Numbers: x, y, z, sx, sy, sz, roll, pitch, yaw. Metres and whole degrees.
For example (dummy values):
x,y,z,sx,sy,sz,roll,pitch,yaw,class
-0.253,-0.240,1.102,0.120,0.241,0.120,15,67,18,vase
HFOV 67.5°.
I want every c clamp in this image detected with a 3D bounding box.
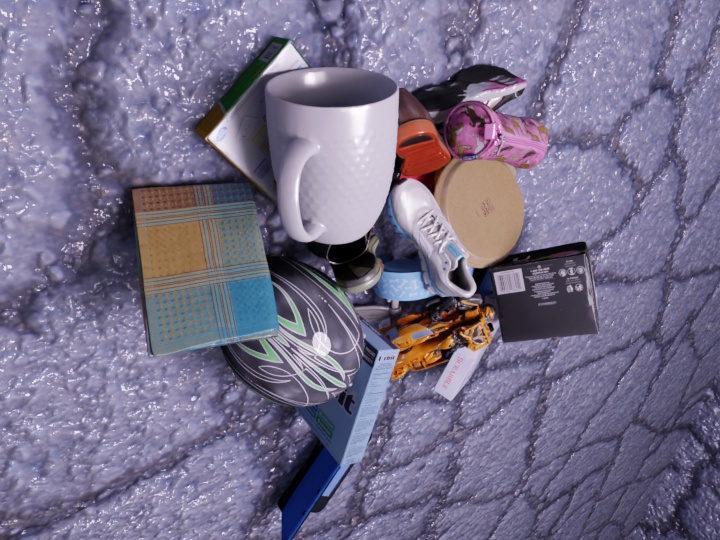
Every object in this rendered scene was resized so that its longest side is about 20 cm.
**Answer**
x,y,z,sx,sy,sz,roll,pitch,yaw,class
0.035,0.121,0.922,0.169,0.027,0.201,-2,124,-10,c clamp

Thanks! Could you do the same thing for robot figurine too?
x,y,z,sx,sy,sz,roll,pitch,yaw,class
0.124,0.108,0.868,0.199,0.058,0.145,-22,139,12,robot figurine

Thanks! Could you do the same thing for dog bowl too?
x,y,z,sx,sy,sz,roll,pitch,yaw,class
0.103,0.005,0.884,0.199,0.111,0.050,-10,108,-33,dog bowl

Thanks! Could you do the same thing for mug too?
x,y,z,sx,sy,sz,roll,pitch,yaw,class
-0.040,-0.114,0.611,0.200,0.147,0.176,-59,155,-51,mug

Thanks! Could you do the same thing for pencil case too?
x,y,z,sx,sy,sz,roll,pitch,yaw,class
0.203,-0.194,0.785,0.083,0.087,0.199,-35,163,37,pencil case

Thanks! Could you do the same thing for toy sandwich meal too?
x,y,z,sx,sy,sz,roll,pitch,yaw,class
0.182,-0.104,0.870,0.204,0.070,0.207,1,89,-29,toy sandwich meal

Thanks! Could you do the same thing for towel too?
x,y,z,sx,sy,sz,roll,pitch,yaw,class
-0.180,-0.008,0.623,0.146,0.201,0.022,-7,161,-23,towel

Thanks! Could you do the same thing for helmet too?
x,y,z,sx,sy,sz,roll,pitch,yaw,class
-0.092,0.085,0.727,0.199,0.191,0.201,-15,124,-25,helmet

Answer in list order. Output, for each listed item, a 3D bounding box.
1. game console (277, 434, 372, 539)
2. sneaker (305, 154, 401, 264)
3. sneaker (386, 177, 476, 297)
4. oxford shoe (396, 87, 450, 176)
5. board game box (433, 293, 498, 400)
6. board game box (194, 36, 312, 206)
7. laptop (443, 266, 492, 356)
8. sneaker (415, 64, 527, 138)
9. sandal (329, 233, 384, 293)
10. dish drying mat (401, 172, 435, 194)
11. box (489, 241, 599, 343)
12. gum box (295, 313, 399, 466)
x,y,z,sx,sy,sz,roll,pitch,yaw,class
-0.055,0.394,0.991,0.170,0.118,0.201,31,95,-43,game console
0.010,-0.090,0.758,0.075,0.106,0.200,39,89,-27,sneaker
0.111,-0.043,0.758,0.075,0.087,0.201,-39,113,-14,sneaker
0.077,-0.179,0.721,0.071,0.073,0.200,-16,171,7,oxford shoe
0.226,0.140,1.052,0.201,0.041,0.199,-63,162,9,board game box
-0.087,-0.166,0.695,0.153,0.040,0.200,-49,134,-3,board game box
0.226,0.044,1.001,0.115,0.200,0.188,16,113,-7,laptop
0.162,-0.249,0.828,0.199,0.080,0.087,-23,141,-18,sneaker
-0.001,0.001,0.768,0.079,0.201,0.058,-27,107,9,sandal
0.102,-0.124,0.879,0.199,0.018,0.077,19,104,-43,dish drying mat
0.312,0.031,0.903,0.200,0.148,0.125,-18,98,-65,box
-0.034,0.165,0.838,0.044,0.170,0.201,2,114,-39,gum box
